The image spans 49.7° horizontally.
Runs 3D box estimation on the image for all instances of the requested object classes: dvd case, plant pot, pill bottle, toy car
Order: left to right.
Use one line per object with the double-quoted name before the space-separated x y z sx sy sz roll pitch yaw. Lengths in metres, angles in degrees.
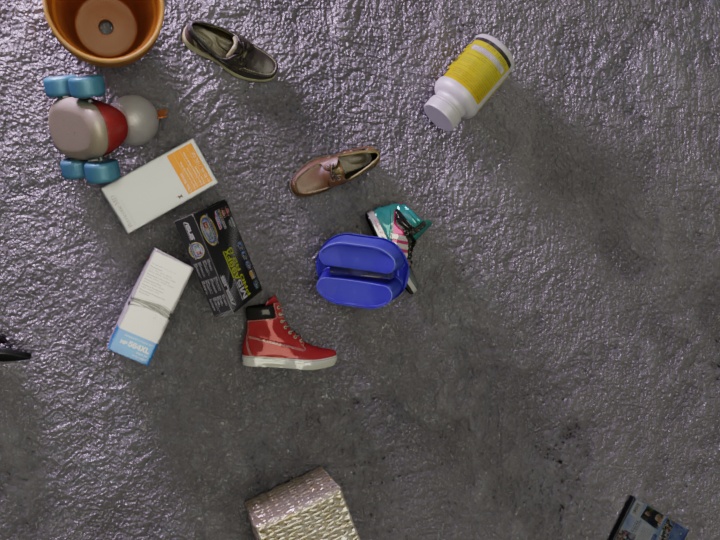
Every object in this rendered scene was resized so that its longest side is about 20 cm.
"plant pot" -0.459 -0.459 1.406 0.198 0.183 0.202 -1 93 -17
"toy car" -0.458 -0.277 1.456 0.199 0.176 0.186 -23 116 -44
"pill bottle" 0.229 -0.397 1.664 0.111 0.111 0.200 43 80 -15
"dvd case" 0.711 0.664 1.927 0.199 0.018 0.143 32 84 -18

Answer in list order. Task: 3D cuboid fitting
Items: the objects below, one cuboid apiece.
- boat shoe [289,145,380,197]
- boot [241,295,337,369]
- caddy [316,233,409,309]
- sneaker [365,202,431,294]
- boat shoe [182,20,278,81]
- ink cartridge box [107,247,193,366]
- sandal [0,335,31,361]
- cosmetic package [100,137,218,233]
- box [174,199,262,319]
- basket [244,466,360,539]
"boat shoe" -0.054 -0.210 1.608 0.199 0.068 0.072 -28 102 -13
"boot" -0.140 0.127 1.602 0.198 0.072 0.146 5 90 -14
"caddy" 0.000 0.000 1.602 0.198 0.105 0.143 8 102 10
"sneaker" 0.106 -0.060 1.664 0.120 0.084 0.201 -28 100 -4
"boat shoe" -0.253 -0.431 1.534 0.199 0.065 0.074 18 86 -19
"ink cartridge box" -0.398 0.064 1.475 0.084 0.146 0.201 26 86 -15
"sandal" -0.708 0.135 1.424 0.199 0.075 0.048 9 73 -18
"cosmetic package" -0.388 -0.163 1.505 0.199 0.071 0.102 -33 102 -13
"box" -0.270 -0.025 1.505 0.044 0.160 0.201 -18 99 17
"basket" -0.118 0.524 1.567 0.199 0.198 0.162 -22 95 -15
